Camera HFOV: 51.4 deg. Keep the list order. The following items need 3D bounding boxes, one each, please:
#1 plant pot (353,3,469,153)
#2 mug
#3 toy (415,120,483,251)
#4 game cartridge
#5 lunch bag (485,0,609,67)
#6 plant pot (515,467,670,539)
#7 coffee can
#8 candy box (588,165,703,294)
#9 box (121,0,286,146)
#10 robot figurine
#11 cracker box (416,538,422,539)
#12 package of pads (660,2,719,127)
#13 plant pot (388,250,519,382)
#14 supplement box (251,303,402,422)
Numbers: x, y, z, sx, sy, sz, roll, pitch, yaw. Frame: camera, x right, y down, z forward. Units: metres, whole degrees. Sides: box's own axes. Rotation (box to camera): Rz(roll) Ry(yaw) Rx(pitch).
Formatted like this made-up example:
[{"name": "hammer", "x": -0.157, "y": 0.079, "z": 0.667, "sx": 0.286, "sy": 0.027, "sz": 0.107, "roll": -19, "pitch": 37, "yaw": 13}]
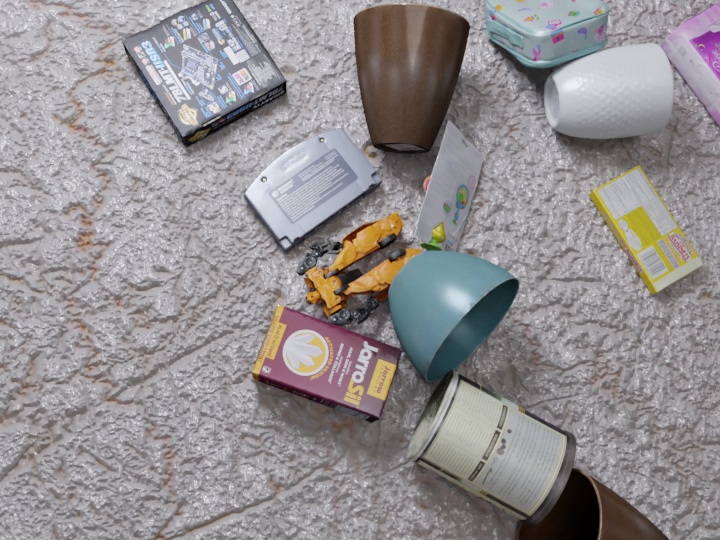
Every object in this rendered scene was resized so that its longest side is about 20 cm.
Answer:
[{"name": "plant pot", "x": 0.075, "y": -0.296, "z": 1.201, "sx": 0.186, "sy": 0.187, "sz": 0.201, "roll": 4, "pitch": 90, "yaw": -5}, {"name": "mug", "x": 0.400, "y": -0.311, "z": 1.263, "sx": 0.175, "sy": 0.148, "sz": 0.200, "roll": -8, "pitch": 48, "yaw": -2}, {"name": "toy", "x": 0.133, "y": -0.125, "z": 1.212, "sx": 0.047, "sy": 0.115, "sz": 0.201, "roll": 0, "pitch": 67, "yaw": 40}, {"name": "game cartridge", "x": -0.081, "y": -0.139, "z": 1.213, "sx": 0.200, "sy": 0.042, "sz": 0.133, "roll": -36, "pitch": 78, "yaw": -13}, {"name": "lunch bag", "x": 0.305, "y": -0.417, "z": 1.261, "sx": 0.160, "sy": 0.077, "sz": 0.200, "roll": -23, "pitch": 41, "yaw": -8}, {"name": "plant pot", "x": 0.357, "y": 0.406, "z": 1.065, "sx": 0.200, "sy": 0.187, "sz": 0.187, "roll": 25, "pitch": 74, "yaw": -15}, {"name": "coffee can", "x": 0.187, "y": 0.255, "z": 1.085, "sx": 0.200, "sy": 0.146, "sz": 0.147, "roll": 28, "pitch": 75, "yaw": 1}, {"name": "candy box", "x": 0.480, "y": -0.069, "z": 1.260, "sx": 0.102, "sy": 0.026, "sz": 0.200, "roll": -27, "pitch": 81, "yaw": -14}, {"name": "box", "x": -0.256, "y": -0.336, "z": 1.236, "sx": 0.198, "sy": 0.050, "sz": 0.200, "roll": -33, "pitch": 82, "yaw": -12}, {"name": "robot figurine", "x": 0.000, "y": 0.000, "z": 1.175, "sx": 0.200, "sy": 0.058, "sz": 0.145, "roll": -31, "pitch": 81, "yaw": -13}, {"name": "cracker box", "x": 0.065, "y": 0.476, "z": 1.024, "sx": 0.058, "sy": 0.134, "sz": 0.200, "roll": 31, "pitch": 74, "yaw": 3}, {"name": "package of pads", "x": 0.640, "y": -0.361, "z": 1.324, "sx": 0.120, "sy": 0.076, "sz": 0.200, "roll": -31, "pitch": 81, "yaw": -14}, {"name": "plant pot", "x": 0.120, "y": 0.048, "z": 1.118, "sx": 0.200, "sy": 0.200, "sz": 0.135, "roll": -42, "pitch": 67, "yaw": -14}, {"name": "supplement box", "x": -0.051, "y": 0.141, "z": 1.120, "sx": 0.199, "sy": 0.086, "sz": 0.111, "roll": 20, "pitch": 74, "yaw": -1}]
